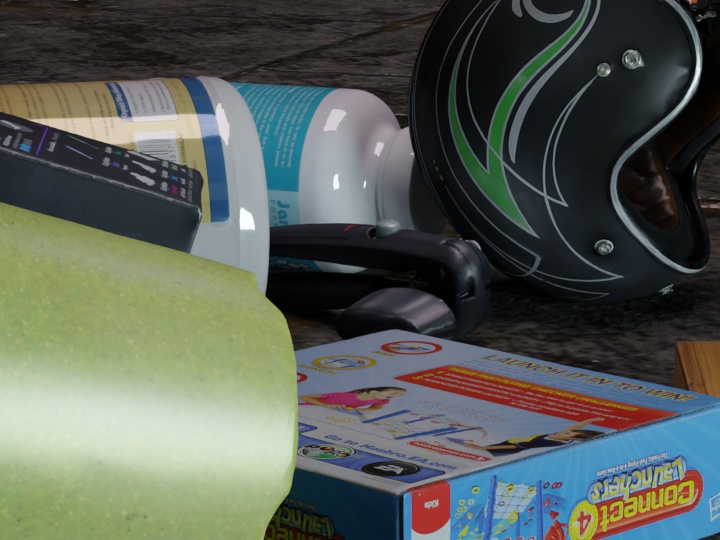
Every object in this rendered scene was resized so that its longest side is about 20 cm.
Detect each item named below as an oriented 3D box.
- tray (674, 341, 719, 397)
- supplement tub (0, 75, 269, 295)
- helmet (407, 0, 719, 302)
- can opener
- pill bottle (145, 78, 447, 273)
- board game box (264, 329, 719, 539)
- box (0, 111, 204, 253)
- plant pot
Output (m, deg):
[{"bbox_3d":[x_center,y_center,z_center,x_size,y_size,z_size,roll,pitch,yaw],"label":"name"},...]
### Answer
[{"bbox_3d":[0.195,0.068,1.268,0.098,0.037,0.200,1,10,3],"label":"tray"},{"bbox_3d":[-0.157,-0.025,1.464,0.199,0.145,0.145,-3,11,-16],"label":"supplement tub"},{"bbox_3d":[0.123,-0.084,1.608,0.199,0.191,0.200,23,14,-6],"label":"helmet"},{"bbox_3d":[0.000,0.000,1.545,0.078,0.064,0.200,-8,14,-33],"label":"can opener"},{"bbox_3d":[-0.048,-0.056,1.710,0.199,0.111,0.111,4,12,25],"label":"pill bottle"},{"bbox_3d":[0.015,0.079,1.160,0.195,0.056,0.200,-10,15,-43],"label":"board game box"},{"bbox_3d":[-0.183,-0.010,1.327,0.199,0.123,0.106,17,10,-6],"label":"box"},{"bbox_3d":[-0.129,0.053,1.014,0.184,0.201,0.200,7,7,-25],"label":"plant pot"}]
